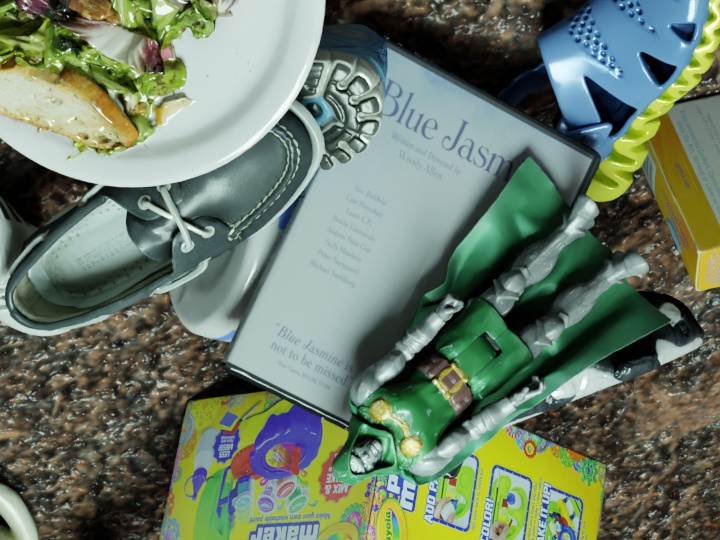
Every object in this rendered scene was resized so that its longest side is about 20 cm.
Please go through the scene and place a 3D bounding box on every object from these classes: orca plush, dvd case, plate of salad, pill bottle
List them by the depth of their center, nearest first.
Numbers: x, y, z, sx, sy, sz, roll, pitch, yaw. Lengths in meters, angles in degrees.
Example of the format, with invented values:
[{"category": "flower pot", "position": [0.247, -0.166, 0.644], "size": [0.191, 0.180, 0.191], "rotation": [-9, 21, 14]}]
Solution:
[{"category": "plate of salad", "position": [-0.117, -0.136, 1.021], "size": [0.200, 0.048, 0.200], "rotation": [2, 105, 7]}, {"category": "dvd case", "position": [0.030, -0.006, 1.144], "size": [0.143, 0.018, 0.200], "rotation": [27, 81, -11]}, {"category": "orca plush", "position": [0.100, 0.044, 1.213], "size": [0.200, 0.071, 0.105], "rotation": [-21, 177, -7]}, {"category": "pill bottle", "position": [0.000, 0.000, 1.225], "size": [0.200, 0.114, 0.114], "rotation": [13, 130, -29]}]

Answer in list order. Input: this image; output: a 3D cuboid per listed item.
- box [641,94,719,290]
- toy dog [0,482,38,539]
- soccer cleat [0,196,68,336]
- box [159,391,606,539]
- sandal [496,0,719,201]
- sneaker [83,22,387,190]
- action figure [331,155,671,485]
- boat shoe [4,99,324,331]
[{"category": "box", "position": [0.274, -0.062, 1.245], "size": [0.200, 0.119, 0.041], "rotation": [-11, 139, -6]}, {"category": "toy dog", "position": [-0.311, 0.223, 1.352], "size": [0.200, 0.140, 0.194], "rotation": [9, 120, -26]}, {"category": "soccer cleat", "position": [-0.211, -0.010, 1.165], "size": [0.069, 0.085, 0.200], "rotation": [-23, 138, 7]}, {"category": "box", "position": [0.012, 0.158, 1.331], "size": [0.193, 0.122, 0.200], "rotation": [25, 157, -38]}, {"category": "sandal", "position": [0.136, -0.118, 1.173], "size": [0.087, 0.080, 0.200], "rotation": [7, 132, -20]}, {"category": "sneaker", "position": [-0.067, -0.082, 1.139], "size": [0.200, 0.090, 0.078], "rotation": [-13, 118, 26]}, {"category": "action figure", "position": [0.061, 0.045, 1.112], "size": [0.200, 0.118, 0.055], "rotation": [-42, 178, -15]}, {"category": "boat shoe", "position": [-0.103, -0.024, 1.095], "size": [0.200, 0.060, 0.076], "rotation": [-34, 103, 32]}]
